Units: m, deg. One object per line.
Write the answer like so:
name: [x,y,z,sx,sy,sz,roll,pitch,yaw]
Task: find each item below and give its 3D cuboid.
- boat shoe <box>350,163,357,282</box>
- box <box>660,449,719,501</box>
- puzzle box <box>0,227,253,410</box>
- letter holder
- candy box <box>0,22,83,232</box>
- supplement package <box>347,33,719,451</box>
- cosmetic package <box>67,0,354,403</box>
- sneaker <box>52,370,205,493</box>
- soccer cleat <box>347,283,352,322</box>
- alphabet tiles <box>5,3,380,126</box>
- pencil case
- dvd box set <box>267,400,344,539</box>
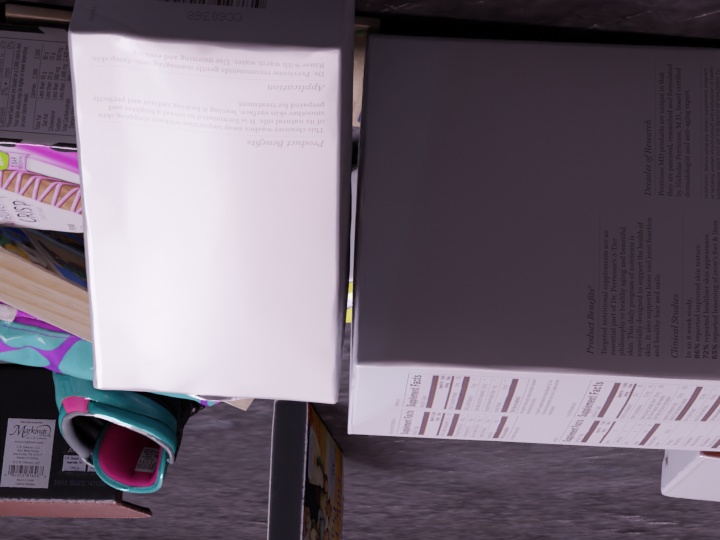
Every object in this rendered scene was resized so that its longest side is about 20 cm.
boat shoe: [0.005,-0.027,1.227,0.199,0.071,0.064,-11,-168,22]
box: [0.263,0.043,1.218,0.198,0.154,0.106,5,165,-3]
puzzle box: [-0.151,0.002,1.262,0.199,0.026,0.133,28,-171,-43]
letter holder: [-0.244,0.136,1.788,0.198,0.101,0.142,0,165,17]
candy box: [-0.156,-0.064,1.107,0.198,0.062,0.136,5,164,1]
supplement package: [0.096,-0.008,1.080,0.198,0.153,0.151,2,165,-1]
cosmetic package: [-0.058,-0.041,0.989,0.112,0.081,0.201,5,134,1]
sneaker: [-0.125,0.087,1.538,0.083,0.122,0.199,-10,159,42]
soccer cleat: [0.000,-0.001,1.299,0.198,0.065,0.084,4,163,6]
alphabet tiles: [-0.066,-0.093,1.106,0.198,0.006,0.167,6,164,-5]
pencil case: [-0.168,0.026,1.404,0.199,0.086,0.092,11,-169,-24]
dvd box set: [-0.042,0.193,1.839,0.029,0.148,0.200,0,163,8]
